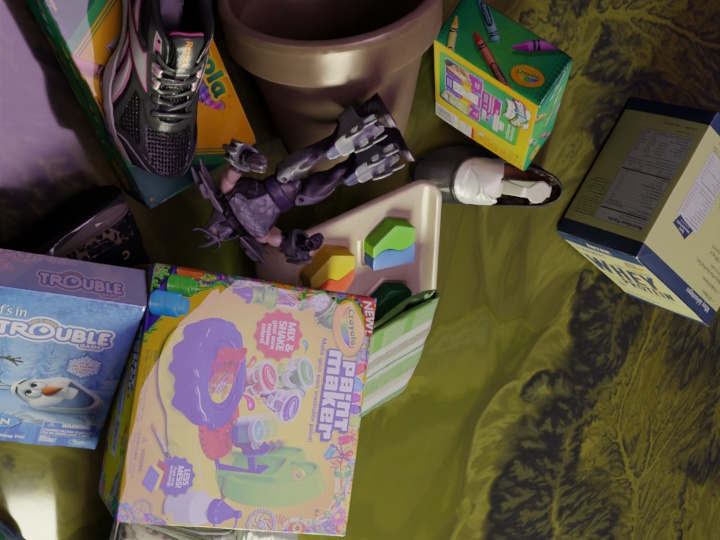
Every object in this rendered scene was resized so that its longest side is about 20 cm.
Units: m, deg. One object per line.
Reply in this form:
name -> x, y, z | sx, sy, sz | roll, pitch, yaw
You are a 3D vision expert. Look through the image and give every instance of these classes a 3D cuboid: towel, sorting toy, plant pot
towel -> 0.006, 0.102, 1.059 | 0.149, 0.031, 0.200 | -29, 155, -26
sorting toy -> -0.005, 0.018, 1.000 | 0.199, 0.036, 0.186 | -22, 136, -23
plant pot -> -0.022, -0.186, 0.928 | 0.200, 0.200, 0.175 | -30, 139, -23

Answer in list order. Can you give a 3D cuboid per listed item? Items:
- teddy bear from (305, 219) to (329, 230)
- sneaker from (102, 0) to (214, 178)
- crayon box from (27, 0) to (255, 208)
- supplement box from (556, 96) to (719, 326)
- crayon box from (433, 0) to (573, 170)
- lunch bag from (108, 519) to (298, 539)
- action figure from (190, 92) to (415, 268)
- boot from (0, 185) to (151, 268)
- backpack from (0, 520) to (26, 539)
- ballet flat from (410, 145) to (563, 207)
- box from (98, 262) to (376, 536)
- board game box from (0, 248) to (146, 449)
teddy bear -> 0.000, 0.000, 1.070 | 0.199, 0.067, 0.146 | -12, 128, -34
sneaker -> -0.154, -0.168, 0.790 | 0.080, 0.086, 0.201 | -11, 112, -30
crayon box -> -0.185, -0.172, 0.868 | 0.119, 0.058, 0.201 | -35, 122, -21
supplement box -> 0.391, -0.074, 1.268 | 0.200, 0.134, 0.200 | 34, 85, -38
crayon box -> 0.136, -0.180, 0.999 | 0.058, 0.119, 0.200 | -54, 170, -7
lunch bag -> -0.167, 0.271, 0.976 | 0.167, 0.140, 0.201 | 4, 125, -24
action figure -> -0.056, -0.074, 0.852 | 0.199, 0.070, 0.130 | -31, 132, 5
boot -> -0.261, 0.039, 0.890 | 0.203, 0.073, 0.154 | -39, 127, -17
backpack -> -0.362, 0.318, 0.867 | 0.200, 0.147, 0.183 | -52, 129, -13
ballet flat -> 0.152, -0.103, 1.132 | 0.199, 0.068, 0.068 | -1, 107, -35
box -> -0.106, 0.107, 0.854 | 0.191, 0.122, 0.201 | 9, 86, -21
board game box -> -0.291, 0.064, 0.803 | 0.199, 0.044, 0.199 | 9, 134, -21
